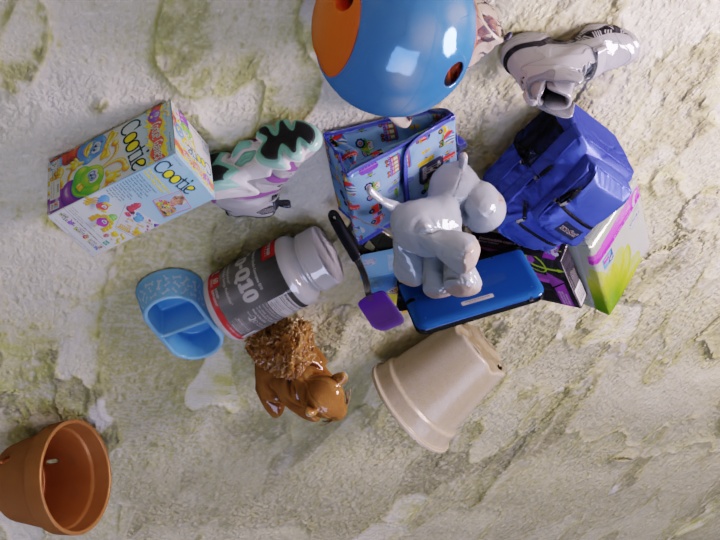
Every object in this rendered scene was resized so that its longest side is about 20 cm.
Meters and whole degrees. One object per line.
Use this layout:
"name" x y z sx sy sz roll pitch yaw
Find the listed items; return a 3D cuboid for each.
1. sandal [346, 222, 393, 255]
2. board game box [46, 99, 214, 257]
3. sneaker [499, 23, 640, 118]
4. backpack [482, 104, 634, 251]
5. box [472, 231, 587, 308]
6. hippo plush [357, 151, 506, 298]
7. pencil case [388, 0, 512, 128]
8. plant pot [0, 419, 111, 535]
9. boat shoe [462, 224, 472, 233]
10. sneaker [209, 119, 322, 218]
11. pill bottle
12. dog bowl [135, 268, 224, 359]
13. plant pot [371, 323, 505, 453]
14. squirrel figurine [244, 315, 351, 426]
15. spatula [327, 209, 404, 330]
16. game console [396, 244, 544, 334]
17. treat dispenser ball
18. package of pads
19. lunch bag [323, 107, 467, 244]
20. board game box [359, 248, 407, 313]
"sandal" 0.052 -0.050 1.662 0.079 0.058 0.199 -23 153 38
"board game box" -0.309 -0.122 1.426 0.198 0.104 0.105 -23 140 13
"sneaker" 0.293 -0.265 1.422 0.196 0.116 0.076 -5 142 -10
"backpack" 0.279 -0.122 1.552 0.161 0.169 0.200 30 123 -34
"box" 0.253 -0.005 1.703 0.198 0.036 0.143 13 155 34
"hippo plush" 0.116 -0.069 1.511 0.199 0.161 0.160 34 150 9
"pencil case" 0.102 -0.273 1.386 0.199 0.079 0.089 -39 159 28
"plant pot" -0.563 0.376 1.901 0.138 0.203 0.201 -10 145 22
"boat shoe" 0.156 -0.078 1.640 0.197 0.077 0.072 1 139 -18
"sneaker" -0.122 -0.131 1.502 0.197 0.079 0.140 -17 144 20
"pill bottle" -0.134 0.017 1.640 0.198 0.115 0.114 -27 140 16
"dog bowl" -0.287 0.077 1.719 0.110 0.050 0.201 -19 142 7
"plant pot" 0.153 0.191 1.896 0.183 0.202 0.200 -42 135 16
"squirrel figurine" -0.104 0.174 1.772 0.141 0.186 0.201 -39 121 -13
"spatula" 0.000 0.000 1.599 0.056 0.202 0.021 -25 -178 29
"game console" 0.161 0.047 1.600 0.197 0.172 0.120 -16 131 -5
"treat dispenser ball" 0.040 -0.284 1.254 0.197 0.203 0.202 -8 142 -7
"package of pads" 0.395 -0.049 1.699 0.155 0.068 0.201 -55 144 -19
"lunch bag" 0.060 -0.152 1.533 0.197 0.095 0.152 -23 141 -9
"board game box" 0.092 0.012 1.696 0.151 0.041 0.200 -12 158 12
